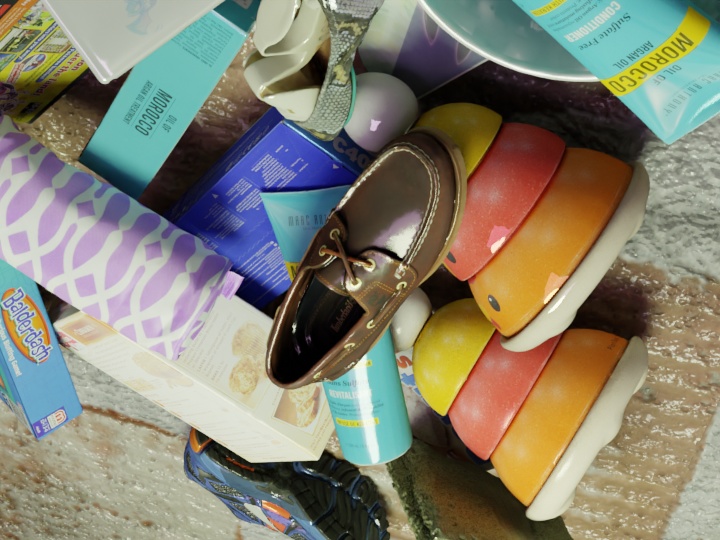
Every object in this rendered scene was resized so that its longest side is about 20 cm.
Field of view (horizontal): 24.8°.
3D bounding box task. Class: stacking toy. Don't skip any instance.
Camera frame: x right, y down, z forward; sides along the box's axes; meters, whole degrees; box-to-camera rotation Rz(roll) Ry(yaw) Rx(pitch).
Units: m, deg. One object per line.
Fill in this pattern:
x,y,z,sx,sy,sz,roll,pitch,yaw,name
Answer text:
0.069,-0.057,1.040,0.200,0.146,0.146,36,133,-3,stacking toy
0.089,0.067,1.153,0.200,0.146,0.146,32,135,8,stacking toy

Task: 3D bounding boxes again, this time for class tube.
0.120,-0.141,0.842,0.200,0.051,0.077,35,140,-23,tube
-0.009,0.035,1.107,0.077,0.050,0.201,-5,115,21,tube

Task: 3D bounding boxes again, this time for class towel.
0.095,0.183,1.186,0.148,0.200,0.037,25,100,-10,towel

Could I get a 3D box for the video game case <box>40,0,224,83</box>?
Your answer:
-0.127,-0.235,0.894,0.182,0.024,0.200,-36,102,-2,video game case

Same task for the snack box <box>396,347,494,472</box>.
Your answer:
0.036,0.086,1.250,0.072,0.024,0.200,-24,121,32,snack box

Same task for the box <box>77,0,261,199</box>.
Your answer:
-0.111,-0.131,1.028,0.049,0.082,0.200,33,142,-9,box

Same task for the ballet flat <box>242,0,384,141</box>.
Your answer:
-0.034,-0.132,0.945,0.072,0.072,0.200,20,152,-2,ballet flat

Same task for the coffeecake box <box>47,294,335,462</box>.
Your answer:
-0.121,0.060,1.198,0.200,0.073,0.153,34,162,-15,coffeecake box

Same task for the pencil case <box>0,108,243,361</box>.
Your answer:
-0.179,-0.022,1.069,0.200,0.086,0.084,35,113,-2,pencil case

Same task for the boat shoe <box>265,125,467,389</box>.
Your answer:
0.000,0.000,1.008,0.070,0.070,0.200,41,129,20,boat shoe

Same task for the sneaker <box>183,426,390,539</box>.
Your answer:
-0.061,0.185,1.352,0.200,0.075,0.078,37,141,-7,sneaker

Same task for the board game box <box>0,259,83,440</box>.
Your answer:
-0.283,0.009,1.205,0.152,0.045,0.200,38,151,40,board game box

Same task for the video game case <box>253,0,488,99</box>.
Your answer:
-0.001,-0.191,1.000,0.182,0.023,0.200,-26,120,35,video game case

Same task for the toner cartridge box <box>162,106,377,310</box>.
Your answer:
-0.061,-0.043,1.129,0.095,0.043,0.200,34,140,-17,toner cartridge box

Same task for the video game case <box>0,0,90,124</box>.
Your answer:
-0.235,-0.148,1.024,0.180,0.026,0.200,-4,159,-45,video game case

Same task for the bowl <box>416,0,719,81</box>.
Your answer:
0.121,-0.213,0.884,0.200,0.105,0.201,9,134,10,bowl
